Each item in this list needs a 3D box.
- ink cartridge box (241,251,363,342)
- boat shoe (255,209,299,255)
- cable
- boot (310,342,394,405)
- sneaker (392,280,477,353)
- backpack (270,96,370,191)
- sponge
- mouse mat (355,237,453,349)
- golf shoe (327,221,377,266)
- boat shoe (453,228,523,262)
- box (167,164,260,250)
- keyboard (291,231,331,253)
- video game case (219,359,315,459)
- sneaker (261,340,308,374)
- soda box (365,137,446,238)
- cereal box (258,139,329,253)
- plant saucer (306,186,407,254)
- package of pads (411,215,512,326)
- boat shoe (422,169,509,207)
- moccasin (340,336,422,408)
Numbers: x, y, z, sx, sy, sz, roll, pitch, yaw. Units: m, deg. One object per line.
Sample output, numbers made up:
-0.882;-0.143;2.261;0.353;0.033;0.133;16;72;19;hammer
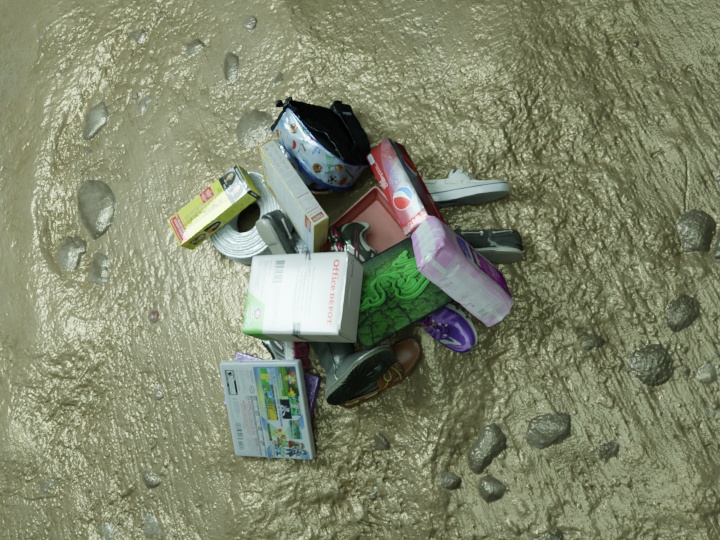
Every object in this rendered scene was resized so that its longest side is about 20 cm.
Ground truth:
-0.102;0.051;1.000;0.196;0.084;0.149;-1;72;23;ink cartridge box
-0.144;-0.030;1.143;0.066;0.202;0.057;0;33;47;boat shoe
-0.242;-0.116;1.219;0.197;0.069;0.203;23;86;20;cable
-0.029;0.132;1.069;0.181;0.072;0.202;-38;41;21;boot
0.132;0.091;1.054;0.199;0.083;0.081;39;111;6;sneaker
-0.078;-0.249;1.143;0.191;0.198;0.155;46;125;21;backpack
-0.185;0.251;1.156;0.196;0.030;0.114;13;83;17;sponge
0.054;0.037;1.024;0.197;0.008;0.162;-27;61;-11;mouse mat
0.000;0.000;1.087;0.086;0.077;0.204;-17;81;4;golf shoe
0.216;-0.054;1.080;0.196;0.067;0.058;4;62;3;boat shoe
-0.313;-0.134;1.183;0.198;0.050;0.076;-35;72;10;box
-0.091;-0.062;1.200;0.196;0.011;0.058;-3;79;15;keyboard
-0.187;0.278;1.110;0.179;0.022;0.204;-4;100;20;video game case
-0.160;0.117;1.115;0.086;0.074;0.204;-2;98;24;sneaker
0.088;-0.159;1.088;0.063;0.069;0.203;-36;64;28;soda box
-0.131;-0.140;1.098;0.039;0.144;0.201;-31;75;-16;cereal box
0.021;-0.033;1.141;0.199;0.037;0.201;-40;78;5;plant saucer
0.182;0.001;1.000;0.199;0.121;0.076;37;116;-21;package of pads
0.197;-0.171;1.112;0.196;0.071;0.071;-6;80;21;boat shoe
0.033;0.197;1.079;0.199;0.078;0.075;-30;73;8;moccasin
